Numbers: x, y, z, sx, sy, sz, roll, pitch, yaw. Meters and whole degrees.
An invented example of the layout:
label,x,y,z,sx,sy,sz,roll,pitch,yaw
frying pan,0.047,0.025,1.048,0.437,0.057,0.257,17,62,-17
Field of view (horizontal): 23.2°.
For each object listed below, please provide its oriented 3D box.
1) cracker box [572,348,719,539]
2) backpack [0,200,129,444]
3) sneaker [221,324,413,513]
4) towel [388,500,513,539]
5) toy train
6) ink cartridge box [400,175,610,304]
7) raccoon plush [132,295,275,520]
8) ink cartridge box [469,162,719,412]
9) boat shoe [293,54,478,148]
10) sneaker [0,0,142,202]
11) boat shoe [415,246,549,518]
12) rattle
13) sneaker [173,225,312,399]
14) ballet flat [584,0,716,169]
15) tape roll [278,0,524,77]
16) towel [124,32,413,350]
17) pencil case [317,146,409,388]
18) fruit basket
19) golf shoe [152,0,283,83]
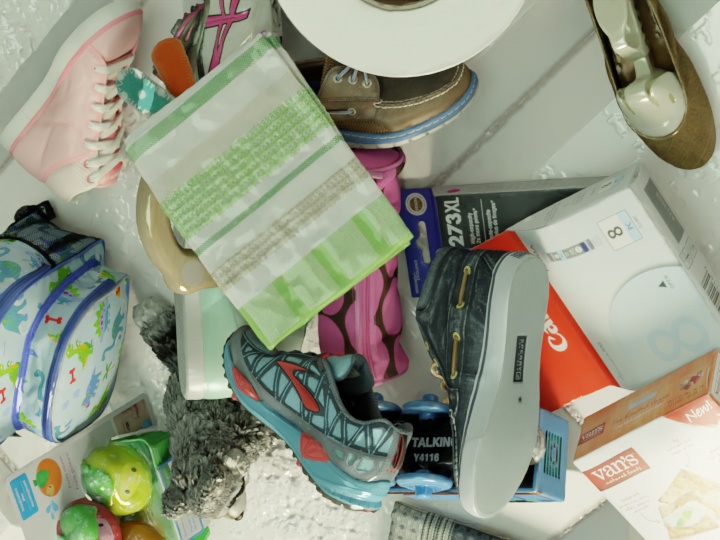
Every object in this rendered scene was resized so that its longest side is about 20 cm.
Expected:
label,x,y,z,sx,sy,sz,roll,pitch,yaw
cracker box,0.276,0.169,1.342,0.133,0.058,0.200,-33,109,36
backpack,-0.295,0.062,1.525,0.146,0.200,0.185,21,113,17
sneaker,-0.028,0.098,1.400,0.200,0.079,0.096,43,108,30
towel,0.098,0.317,1.530,0.191,0.035,0.202,17,111,16
toy train,0.071,0.149,1.435,0.198,0.114,0.088,-5,70,31
ink cartridge box,0.120,-0.022,1.405,0.198,0.037,0.096,-2,106,27
raccoon plush,-0.161,0.131,1.523,0.200,0.134,0.097,41,119,7
ink cartridge box,0.173,0.029,1.349,0.199,0.047,0.161,-27,107,33
boat shoe,-0.007,-0.141,1.384,0.198,0.073,0.073,-10,134,22
sneaker,-0.222,-0.138,1.500,0.105,0.075,0.200,48,125,5
boat shoe,0.086,0.082,1.344,0.090,0.070,0.203,9,90,42
rattle,-0.112,-0.078,1.383,0.129,0.143,0.203,-10,105,-17
sneaker,-0.099,0.007,1.507,0.117,0.074,0.203,-1,84,-15
ballet flat,0.205,-0.162,1.298,0.067,0.072,0.202,-15,100,28
tape roll,0.034,-0.254,1.281,0.200,0.139,0.205,1,108,4
towel,-0.071,-0.061,1.353,0.149,0.031,0.201,-36,84,6
pencil case,0.000,0.000,1.428,0.090,0.094,0.202,-10,111,-18
fruit basket,-0.216,0.227,1.543,0.093,0.200,0.187,-11,101,28
golf shoe,-0.090,-0.214,1.422,0.092,0.073,0.201,34,127,2
